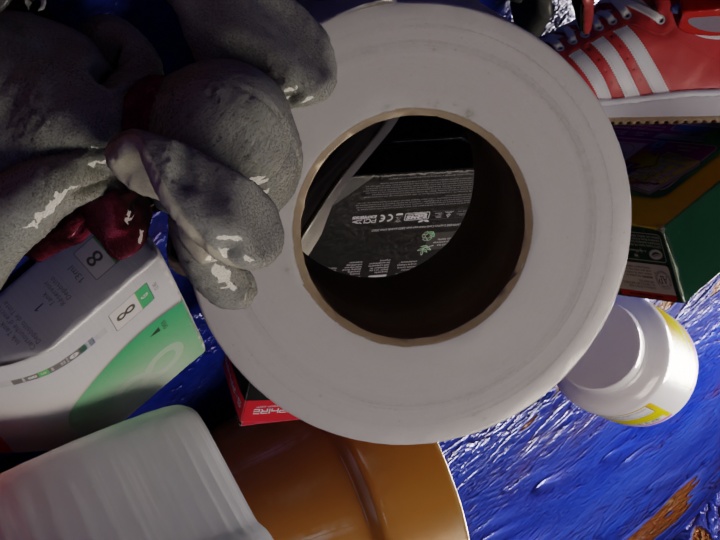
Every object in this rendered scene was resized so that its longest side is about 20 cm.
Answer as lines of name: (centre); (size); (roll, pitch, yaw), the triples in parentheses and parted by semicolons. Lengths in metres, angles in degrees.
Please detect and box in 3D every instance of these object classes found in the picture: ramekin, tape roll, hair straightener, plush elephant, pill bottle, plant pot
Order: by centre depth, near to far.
plush elephant: (-0.090, -0.045, 1.062); (0.200, 0.154, 0.165); (104, 11, -45)
tape roll: (0.014, -0.033, 1.213); (0.203, 0.203, 0.139); (-45, -166, 4)
hair straightener: (0.091, -0.149, 1.408); (0.077, 0.041, 0.200); (-15, 178, 1)
ramekin: (-0.154, 0.151, 1.426); (0.200, 0.098, 0.200); (-24, 174, -3)
plant pot: (-0.054, 0.170, 1.669); (0.183, 0.201, 0.200); (-20, 155, -21)
pill bottle: (0.215, 0.072, 2.167); (0.104, 0.104, 0.200); (-45, 163, 6)

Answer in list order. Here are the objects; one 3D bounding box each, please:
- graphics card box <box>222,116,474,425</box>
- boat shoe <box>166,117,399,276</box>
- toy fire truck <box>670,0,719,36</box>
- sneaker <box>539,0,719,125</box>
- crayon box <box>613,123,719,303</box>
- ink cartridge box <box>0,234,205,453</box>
graphics card box: (0.000, 0.000, 1.439); (0.125, 0.051, 0.200); (-4, 139, -17)
boat shoe: (-0.032, -0.077, 1.300); (0.059, 0.072, 0.200); (9, 118, -47)
toy fire truck: (0.177, -0.187, 1.436); (0.140, 0.049, 0.200); (-4, 159, -4)
sneaker: (0.144, -0.144, 1.554); (0.199, 0.113, 0.071); (-2, -172, -23)
crayon box: (0.175, -0.054, 1.634); (0.172, 0.200, 0.059); (-35, 117, -33)
ink cartridge box: (-0.177, 0.067, 1.354); (0.200, 0.050, 0.161); (-43, 163, -9)
